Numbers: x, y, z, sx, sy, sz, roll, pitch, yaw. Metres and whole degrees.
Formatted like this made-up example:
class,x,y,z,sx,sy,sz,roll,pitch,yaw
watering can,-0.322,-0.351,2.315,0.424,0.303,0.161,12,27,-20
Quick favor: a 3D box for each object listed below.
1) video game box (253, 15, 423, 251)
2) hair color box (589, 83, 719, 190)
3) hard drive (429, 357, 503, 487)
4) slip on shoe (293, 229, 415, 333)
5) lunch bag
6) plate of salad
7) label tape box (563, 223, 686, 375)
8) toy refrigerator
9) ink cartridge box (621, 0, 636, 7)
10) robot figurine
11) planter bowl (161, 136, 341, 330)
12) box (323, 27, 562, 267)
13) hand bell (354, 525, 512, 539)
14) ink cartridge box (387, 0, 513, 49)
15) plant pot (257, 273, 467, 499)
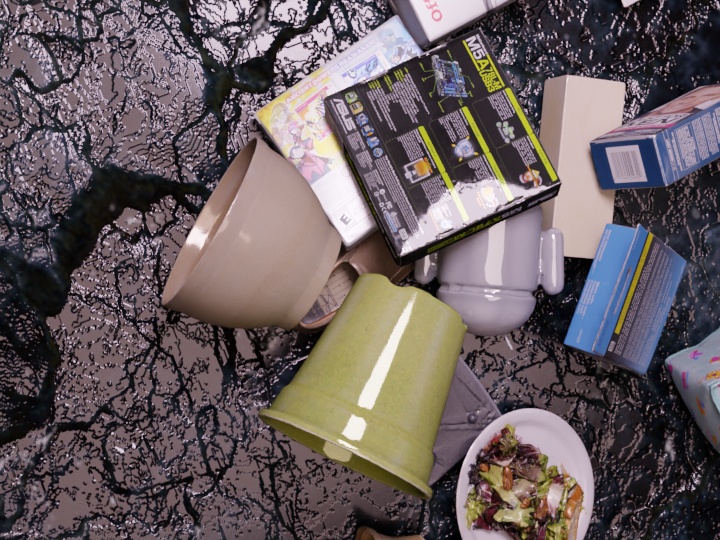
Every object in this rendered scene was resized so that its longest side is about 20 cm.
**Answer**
class,x,y,z,sx,sy,sz,roll,pitch,yaw
video game box,0.012,-0.153,1.326,0.199,0.047,0.183,-35,86,-6
hair color box,0.362,-0.153,1.333,0.199,0.100,0.061,-26,106,-31
hard drive,0.054,0.133,1.363,0.135,0.042,0.200,-41,97,-5
slip on shoe,0.000,0.000,1.339,0.199,0.061,0.076,-33,97,-6
lunch bag,0.458,0.177,1.363,0.121,0.170,0.201,-30,97,1
plate of salad,0.197,0.260,1.364,0.198,0.048,0.203,0,89,-29
label tape box,0.286,0.028,1.322,0.063,0.199,0.146,20,88,32
toy refrigerator,0.247,-0.117,1.372,0.075,0.070,0.203,4,93,-15
ink cartridge box,0.355,-0.419,1.389,0.198,0.050,0.162,-27,96,-3
robot figurine,0.144,-0.015,1.325,0.168,0.113,0.203,5,90,15
planter bowl,-0.103,-0.021,1.259,0.134,0.200,0.202,29,88,-15
box,0.085,-0.132,1.268,0.191,0.048,0.202,-24,74,-7
hand bell,0.102,0.323,1.370,0.198,0.104,0.105,-10,94,-22
ink cartridge box,0.121,-0.358,1.332,0.199,0.084,0.146,-29,97,-7
plant pot,0.019,0.113,1.254,0.199,0.200,0.186,27,76,-9
